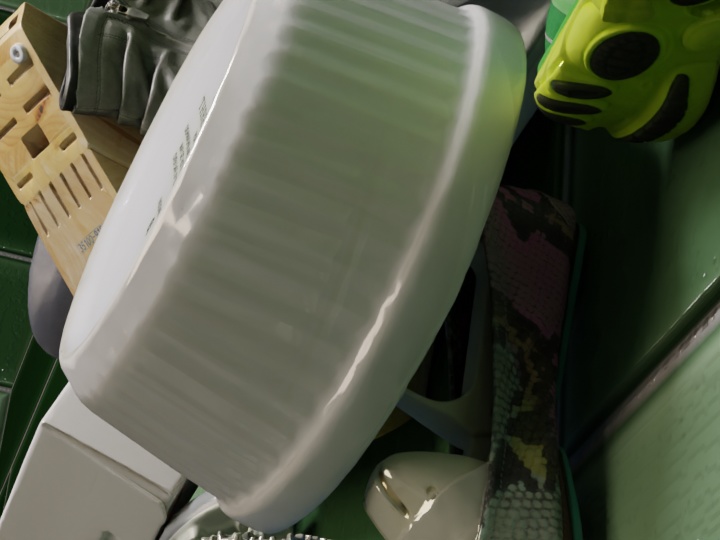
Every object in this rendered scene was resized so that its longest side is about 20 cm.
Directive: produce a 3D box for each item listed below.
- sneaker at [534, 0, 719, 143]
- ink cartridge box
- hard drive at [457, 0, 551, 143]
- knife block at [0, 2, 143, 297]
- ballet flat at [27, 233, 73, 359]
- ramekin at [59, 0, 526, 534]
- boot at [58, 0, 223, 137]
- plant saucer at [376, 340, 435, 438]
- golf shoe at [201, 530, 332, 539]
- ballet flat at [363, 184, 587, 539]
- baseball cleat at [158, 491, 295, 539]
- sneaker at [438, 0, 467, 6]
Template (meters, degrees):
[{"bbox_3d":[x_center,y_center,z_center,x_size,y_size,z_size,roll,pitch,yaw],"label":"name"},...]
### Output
[{"bbox_3d":[0.097,-0.107,0.626,0.200,0.073,0.084,132,145,-65],"label":"sneaker"},{"bbox_3d":[-0.115,0.078,1.195,0.200,0.084,0.146,-58,-2,-45],"label":"ink cartridge box"},{"bbox_3d":[0.016,-0.066,0.877,0.201,0.027,0.132,-56,36,21],"label":"hard drive"},{"bbox_3d":[-0.096,-0.052,1.130,0.064,0.201,0.175,-35,-7,37],"label":"knife block"},{"bbox_3d":[-0.135,-0.045,1.225,0.201,0.073,0.073,-68,11,-14],"label":"ballet flat"},{"bbox_3d":[-0.031,-0.017,0.754,0.203,0.094,0.203,-59,13,23],"label":"ramekin"},{"bbox_3d":[-0.088,-0.067,1.045,0.068,0.130,0.201,117,161,-46],"label":"boot"},{"bbox_3d":[0.000,0.000,0.997,0.200,0.048,0.202,147,135,-72],"label":"plant saucer"},{"bbox_3d":[-0.039,0.177,0.918,0.200,0.078,0.098,92,177,-61],"label":"golf shoe"},{"bbox_3d":[0.038,0.055,0.723,0.069,0.071,0.201,124,156,-54],"label":"ballet flat"},{"bbox_3d":[-0.082,0.150,1.155,0.200,0.069,0.107,121,164,-45],"label":"baseball cleat"},{"bbox_3d":[0.030,-0.148,0.785,0.199,0.085,0.073,-30,28,31],"label":"sneaker"}]
